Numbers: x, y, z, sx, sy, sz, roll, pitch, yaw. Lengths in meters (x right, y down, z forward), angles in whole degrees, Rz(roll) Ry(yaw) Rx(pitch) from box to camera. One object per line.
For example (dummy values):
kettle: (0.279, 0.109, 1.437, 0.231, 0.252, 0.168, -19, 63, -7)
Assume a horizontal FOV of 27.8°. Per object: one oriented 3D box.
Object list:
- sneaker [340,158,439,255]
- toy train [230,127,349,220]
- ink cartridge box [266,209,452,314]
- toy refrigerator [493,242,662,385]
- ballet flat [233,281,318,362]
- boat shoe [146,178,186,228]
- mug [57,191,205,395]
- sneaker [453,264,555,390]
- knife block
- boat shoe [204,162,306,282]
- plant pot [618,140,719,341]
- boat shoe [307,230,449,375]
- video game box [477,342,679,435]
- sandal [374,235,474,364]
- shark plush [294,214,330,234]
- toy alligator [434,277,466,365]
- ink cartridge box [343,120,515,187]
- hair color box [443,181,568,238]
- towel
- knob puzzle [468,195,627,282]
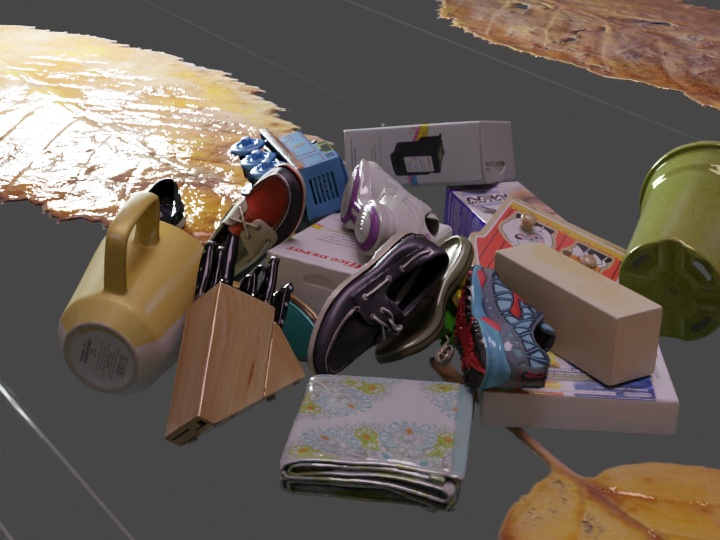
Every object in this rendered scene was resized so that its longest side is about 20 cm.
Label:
sneaker: (0.033, -0.062, 1.668, 0.099, 0.075, 0.200, 12, 25, -16)
toy train: (-0.088, -0.121, 1.804, 0.113, 0.087, 0.200, -18, 24, -12)
ink cartridge box: (0.000, 0.000, 1.693, 0.144, 0.085, 0.200, 14, 25, 25)
toy refrigerator: (0.224, 0.041, 1.524, 0.069, 0.077, 0.200, -11, 25, -30)
ballet flat: (-0.098, 0.047, 1.600, 0.199, 0.069, 0.063, 21, 15, 34)
boat shoe: (-0.268, -0.065, 1.834, 0.074, 0.067, 0.199, 10, 24, 15)
mug: (-0.242, 0.034, 1.486, 0.148, 0.188, 0.153, -18, 23, 27)
sneaker: (0.148, 0.065, 1.486, 0.095, 0.080, 0.201, 10, 29, -7)
knife block: (-0.142, 0.057, 1.438, 0.199, 0.176, 0.064, -25, -8, -47)
boat shoe: (-0.130, -0.046, 1.673, 0.062, 0.200, 0.071, -18, 67, -47)
plant pot: (0.390, -0.019, 1.690, 0.199, 0.202, 0.184, 14, 37, 25)
boat shoe: (0.020, 0.037, 1.509, 0.062, 0.073, 0.200, 19, 54, 35)
video game box: (0.220, 0.107, 1.524, 0.198, 0.047, 0.182, 3, 21, 0)
sandal: (0.060, 0.027, 1.596, 0.079, 0.057, 0.202, -18, 32, 42)
shark plush: (-0.041, -0.077, 1.868, 0.198, 0.084, 0.091, 12, 26, 22)
toy alligator: (0.104, 0.061, 1.615, 0.054, 0.059, 0.201, 43, 22, -21)
ink cartridge box: (0.097, -0.158, 1.989, 0.198, 0.084, 0.146, -2, 4, 23)
hair color box: (0.192, -0.052, 1.868, 0.108, 0.065, 0.200, -5, 26, -19)
towel: (0.020, 0.155, 1.381, 0.169, 0.049, 0.200, 7, 23, 6)
knob puzzle: (0.217, -0.002, 1.711, 0.217, 0.031, 0.221, 8, 45, -8)
